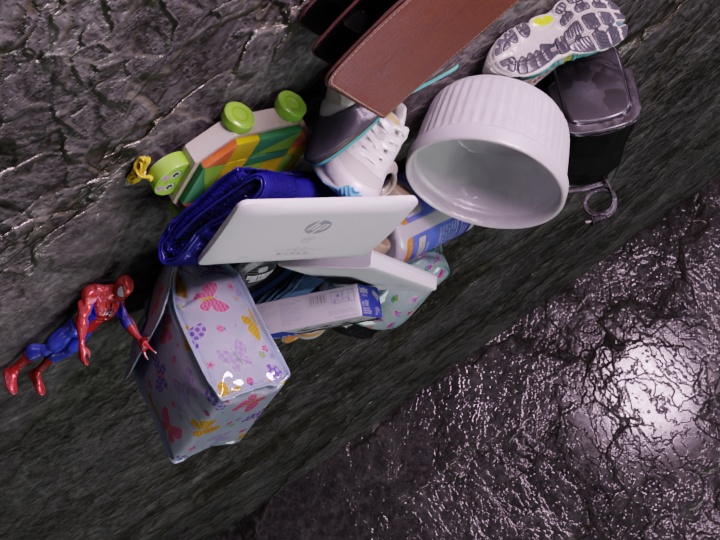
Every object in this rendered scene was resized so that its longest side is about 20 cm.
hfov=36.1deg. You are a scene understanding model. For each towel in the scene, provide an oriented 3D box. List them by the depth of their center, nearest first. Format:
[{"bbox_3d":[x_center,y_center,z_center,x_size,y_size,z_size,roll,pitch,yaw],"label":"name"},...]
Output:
[{"bbox_3d":[-0.109,-0.059,1.151,0.147,0.050,0.199,-33,167,23],"label":"towel"},{"bbox_3d":[-0.088,0.010,1.548,0.200,0.049,0.111,-44,163,30],"label":"towel"}]

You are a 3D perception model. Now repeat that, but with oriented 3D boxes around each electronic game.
[{"bbox_3d":[-0.138,-0.005,1.391,0.198,0.042,0.200,-29,162,-10],"label":"electronic game"}]

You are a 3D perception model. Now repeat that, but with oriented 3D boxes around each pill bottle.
[{"bbox_3d":[0.093,-0.090,1.511,0.198,0.113,0.112,-26,163,-30],"label":"pill bottle"}]

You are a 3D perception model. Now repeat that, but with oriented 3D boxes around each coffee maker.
[{"bbox_3d":[0.322,-0.195,1.525,0.134,0.193,0.200,-34,165,-3],"label":"coffee maker"}]

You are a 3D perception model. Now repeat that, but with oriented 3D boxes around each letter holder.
[{"bbox_3d":[0.042,-0.245,0.950,0.199,0.101,0.142,-39,162,16],"label":"letter holder"}]

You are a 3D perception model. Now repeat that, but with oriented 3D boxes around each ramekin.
[{"bbox_3d":[0.160,-0.146,1.338,0.201,0.197,0.106,109,-3,-66],"label":"ramekin"}]

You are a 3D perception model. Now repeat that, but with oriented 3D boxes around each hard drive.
[{"bbox_3d":[0.000,0.000,1.409,0.130,0.027,0.199,1,171,27],"label":"hard drive"}]

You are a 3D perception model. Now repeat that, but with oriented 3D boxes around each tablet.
[{"bbox_3d":[-0.052,-0.039,1.101,0.198,0.014,0.130,-4,157,-31],"label":"tablet"}]

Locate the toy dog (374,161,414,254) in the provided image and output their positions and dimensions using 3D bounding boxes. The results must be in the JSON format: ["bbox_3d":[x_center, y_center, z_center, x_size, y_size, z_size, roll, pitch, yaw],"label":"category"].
[{"bbox_3d":[-0.012,-0.082,1.346,0.132,0.096,0.200,-48,159,-1],"label":"toy dog"}]

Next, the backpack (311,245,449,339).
[{"bbox_3d":[0.034,0.008,1.648,0.200,0.127,0.166,-45,156,16],"label":"backpack"}]

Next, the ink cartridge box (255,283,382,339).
[{"bbox_3d":[-0.079,0.059,1.448,0.197,0.045,0.094,-12,173,16],"label":"ink cartridge box"}]

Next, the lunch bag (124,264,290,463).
[{"bbox_3d":[-0.194,0.092,1.274,0.126,0.202,0.170,-12,155,-37],"label":"lunch bag"}]

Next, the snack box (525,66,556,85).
[{"bbox_3d":[0.177,-0.228,1.436,0.199,0.024,0.072,-39,165,13],"label":"snack box"}]

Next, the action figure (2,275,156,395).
[{"bbox_3d":[-0.307,0.090,1.227,0.200,0.100,0.065,-44,154,22],"label":"action figure"}]

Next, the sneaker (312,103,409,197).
[{"bbox_3d":[0.005,-0.131,1.173,0.081,0.076,0.201,-46,-164,26],"label":"sneaker"}]

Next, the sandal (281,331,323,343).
[{"bbox_3d":[-0.079,0.081,1.763,0.079,0.060,0.207,-29,163,-22],"label":"sandal"}]

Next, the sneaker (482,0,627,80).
[{"bbox_3d":[0.233,-0.279,1.343,0.198,0.078,0.080,-21,174,-17],"label":"sneaker"}]

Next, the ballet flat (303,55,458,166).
[{"bbox_3d":[0.011,-0.188,1.123,0.199,0.073,0.073,-37,166,-12],"label":"ballet flat"}]

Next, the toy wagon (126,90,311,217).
[{"bbox_3d":[-0.140,-0.105,1.099,0.199,0.040,0.155,-21,159,-43],"label":"toy wagon"}]
